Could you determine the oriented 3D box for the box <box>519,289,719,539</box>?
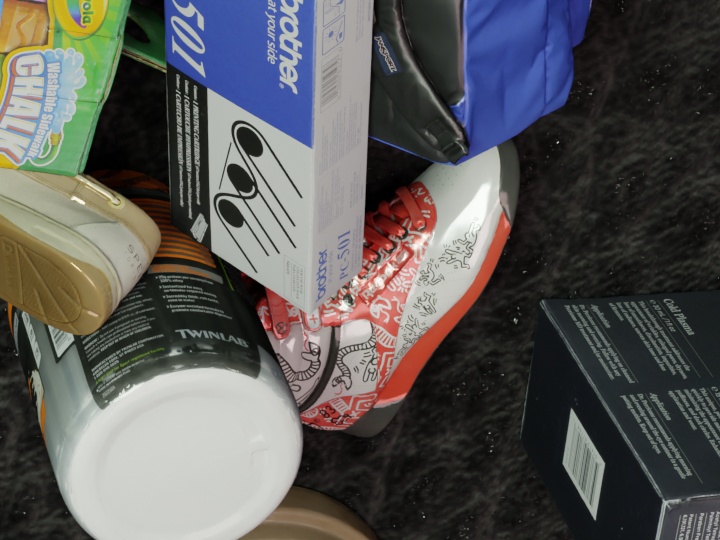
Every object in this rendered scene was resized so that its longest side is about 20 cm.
[{"bbox_3d":[0.210,0.104,1.432,0.181,0.200,0.104,-4,123,-16],"label":"box"}]

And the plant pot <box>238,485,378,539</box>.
[{"bbox_3d":[-0.066,0.231,1.492,0.200,0.093,0.201,-9,126,-12],"label":"plant pot"}]

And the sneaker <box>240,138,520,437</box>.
[{"bbox_3d":[0.000,0.001,1.372,0.108,0.067,0.202,14,120,-29],"label":"sneaker"}]

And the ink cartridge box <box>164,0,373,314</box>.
[{"bbox_3d":[-0.044,-0.081,1.186,0.044,0.094,0.200,-39,148,-34],"label":"ink cartridge box"}]

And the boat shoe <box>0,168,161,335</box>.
[{"bbox_3d":[-0.183,-0.042,1.234,0.069,0.200,0.074,-43,157,-37],"label":"boat shoe"}]

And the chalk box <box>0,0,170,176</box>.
[{"bbox_3d":[-0.177,-0.130,1.187,0.199,0.125,0.124,5,121,-24],"label":"chalk box"}]

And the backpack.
[{"bbox_3d":[0.029,-0.182,1.201,0.168,0.162,0.201,-36,135,-42],"label":"backpack"}]

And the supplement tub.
[{"bbox_3d":[-0.109,0.040,1.278,0.122,0.200,0.123,-9,125,-13],"label":"supplement tub"}]
